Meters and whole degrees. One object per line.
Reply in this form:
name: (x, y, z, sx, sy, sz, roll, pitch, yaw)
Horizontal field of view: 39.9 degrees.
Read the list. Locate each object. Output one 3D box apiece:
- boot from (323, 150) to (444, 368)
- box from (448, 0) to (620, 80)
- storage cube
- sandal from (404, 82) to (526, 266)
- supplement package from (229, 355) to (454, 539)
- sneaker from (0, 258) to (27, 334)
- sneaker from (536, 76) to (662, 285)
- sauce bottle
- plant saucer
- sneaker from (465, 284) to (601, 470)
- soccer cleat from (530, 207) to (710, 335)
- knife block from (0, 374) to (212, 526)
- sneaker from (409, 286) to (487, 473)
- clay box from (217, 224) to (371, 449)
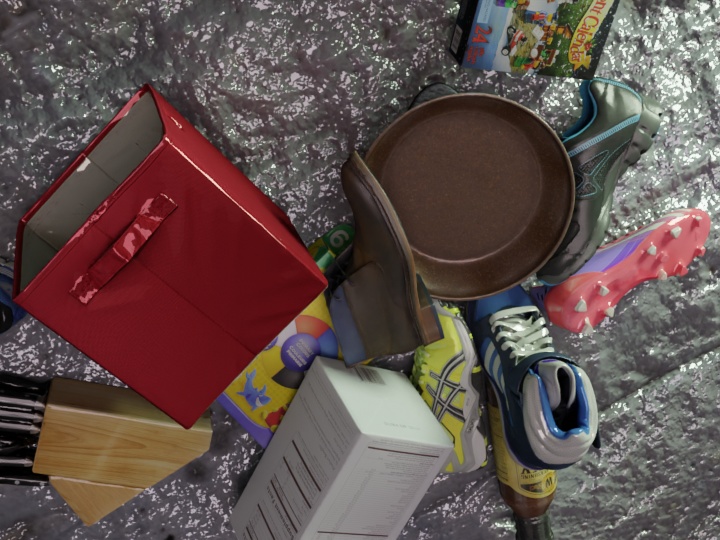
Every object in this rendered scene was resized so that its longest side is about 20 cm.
boot: (0.000, 0.000, 0.862, 0.096, 0.075, 0.202, -24, 118, 0)
box: (0.166, -0.269, 0.849, 0.135, 0.038, 0.202, 1, 124, -18)
storage cube: (-0.160, -0.017, 0.819, 0.171, 0.200, 0.180, -45, 117, 4)
sandal: (0.097, -0.084, 0.933, 0.075, 0.043, 0.202, -26, 116, 7)
supplement package: (-0.023, 0.200, 0.928, 0.113, 0.110, 0.202, 15, 114, -35)
sneaker: (-0.384, 0.022, 0.838, 0.197, 0.089, 0.080, 2, 106, -12)
sneaker: (0.204, -0.085, 0.940, 0.081, 0.073, 0.202, 25, 90, -15)
sauce bottle: (0.171, 0.199, 1.022, 0.064, 0.065, 0.203, -14, 111, -7)
plant saucer: (0.092, -0.068, 0.894, 0.197, 0.037, 0.203, -1, 119, -2)
sneaker: (0.160, 0.078, 0.897, 0.079, 0.147, 0.203, -8, 73, -12)
soccer cleat: (0.259, -0.010, 0.978, 0.199, 0.076, 0.067, -33, 127, -16)
knife block: (-0.259, 0.134, 0.912, 0.198, 0.064, 0.177, -32, 111, 0)
sneaker: (0.076, 0.114, 0.970, 0.075, 0.075, 0.203, -12, 108, -8)
clay box: (-0.054, 0.061, 0.940, 0.199, 0.048, 0.115, -40, 111, 4)
